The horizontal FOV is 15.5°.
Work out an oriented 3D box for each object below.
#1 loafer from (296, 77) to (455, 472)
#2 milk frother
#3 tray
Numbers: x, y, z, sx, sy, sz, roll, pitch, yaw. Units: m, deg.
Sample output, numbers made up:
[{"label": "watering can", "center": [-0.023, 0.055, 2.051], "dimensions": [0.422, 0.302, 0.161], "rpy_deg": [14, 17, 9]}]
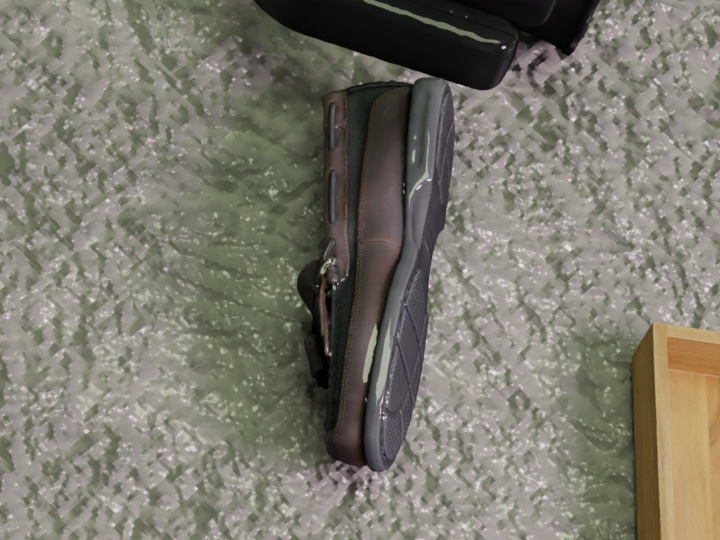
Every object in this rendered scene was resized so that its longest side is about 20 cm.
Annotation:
[{"label": "loafer", "center": [0.000, 0.000, 1.182], "dimensions": [0.063, 0.072, 0.200], "rpy_deg": [4, 57, 11]}, {"label": "milk frother", "center": [0.045, -0.206, 1.229], "dimensions": [0.188, 0.200, 0.181], "rpy_deg": [20, 34, -2]}, {"label": "tray", "center": [0.173, 0.123, 1.163], "dimensions": [0.099, 0.037, 0.200], "rpy_deg": [9, 57, -10]}]
